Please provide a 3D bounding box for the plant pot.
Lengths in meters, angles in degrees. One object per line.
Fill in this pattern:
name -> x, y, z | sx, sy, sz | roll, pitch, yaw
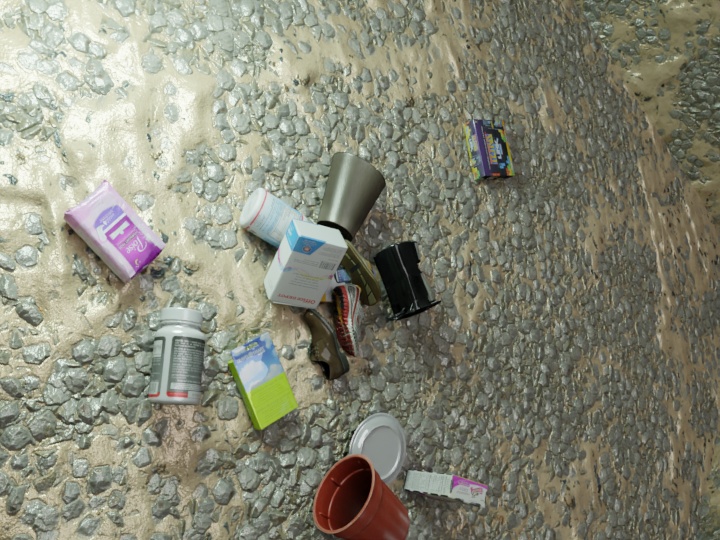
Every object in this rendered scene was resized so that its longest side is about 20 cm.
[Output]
plant pot -> 0.014, 0.606, 1.544 | 0.196, 0.198, 0.203 | 47, 57, -27

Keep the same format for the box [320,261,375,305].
box -> -0.041, 0.032, 1.713 | 0.196, 0.041, 0.123 | 5, 77, -37

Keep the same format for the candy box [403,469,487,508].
candy box -> 0.231, 0.597, 1.685 | 0.134, 0.198, 0.063 | 26, 66, -28

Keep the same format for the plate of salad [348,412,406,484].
plate of salad -> 0.043, 0.489, 1.668 | 0.196, 0.048, 0.207 | 0, 89, -35

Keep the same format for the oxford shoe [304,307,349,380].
oxford shoe -> -0.103, 0.196, 1.613 | 0.083, 0.072, 0.204 | -29, 96, -31

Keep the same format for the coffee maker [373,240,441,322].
coffee maker -> 0.121, 0.026, 1.751 | 0.191, 0.133, 0.205 | 0, 66, -63

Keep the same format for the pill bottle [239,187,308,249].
pill bottle -> -0.205, -0.116, 1.583 | 0.198, 0.108, 0.111 | 32, 63, -26

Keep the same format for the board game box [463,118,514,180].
board game box -> 0.453, -0.423, 2.157 | 0.162, 0.056, 0.206 | -7, 84, -38

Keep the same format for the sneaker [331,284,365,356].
sneaker -> -0.019, 0.136, 1.657 | 0.080, 0.077, 0.206 | -14, 108, -33

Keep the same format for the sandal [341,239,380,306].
sandal -> 0.000, 0.000, 1.689 | 0.203, 0.079, 0.054 | 59, 33, -5

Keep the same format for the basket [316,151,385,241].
basket -> -0.038, -0.195, 1.710 | 0.178, 0.135, 0.204 | 33, 66, -24

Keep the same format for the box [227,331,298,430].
box -> -0.242, 0.270, 1.509 | 0.120, 0.047, 0.205 | -25, 94, -37

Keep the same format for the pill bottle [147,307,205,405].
pill bottle -> -0.406, 0.193, 1.368 | 0.111, 0.113, 0.206 | 11, 73, -33

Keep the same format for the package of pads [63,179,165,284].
package of pads -> -0.541, -0.083, 1.355 | 0.201, 0.075, 0.121 | 50, 59, -16

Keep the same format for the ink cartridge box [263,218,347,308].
ink cartridge box -> -0.142, -0.013, 1.552 | 0.141, 0.203, 0.085 | 12, 30, -32
